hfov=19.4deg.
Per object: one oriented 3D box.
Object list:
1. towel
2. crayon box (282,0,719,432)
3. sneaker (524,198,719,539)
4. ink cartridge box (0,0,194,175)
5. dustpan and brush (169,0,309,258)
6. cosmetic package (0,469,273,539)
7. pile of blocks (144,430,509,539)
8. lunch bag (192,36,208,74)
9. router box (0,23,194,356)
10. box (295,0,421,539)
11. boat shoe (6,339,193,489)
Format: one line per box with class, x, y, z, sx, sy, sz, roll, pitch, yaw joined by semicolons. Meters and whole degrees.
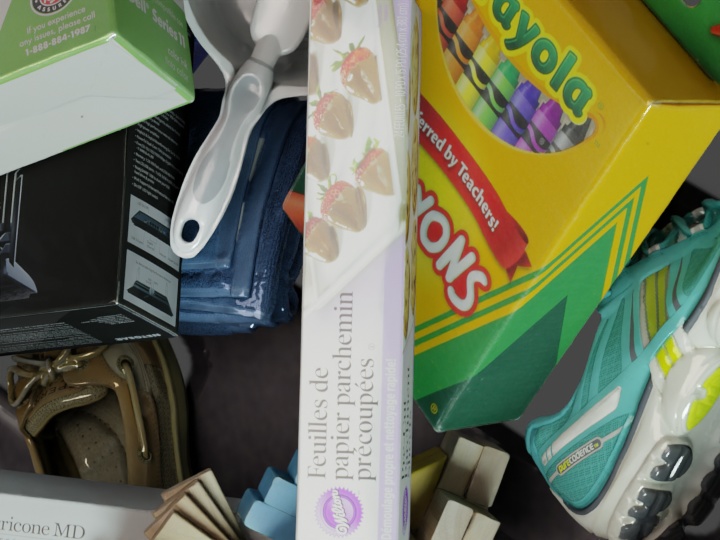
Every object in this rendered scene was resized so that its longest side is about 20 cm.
towel;-0.111;-0.029;0.922;0.198;0.049;0.113;1;65;28
crayon box;0.056;-0.054;0.789;0.127;0.050;0.201;54;130;31
sneaker;0.124;0.009;0.790;0.080;0.077;0.201;40;109;34
ink cartridge box;-0.139;-0.149;0.843;0.116;0.067;0.202;-18;65;20
dustpan and brush;-0.032;-0.100;0.855;0.139;0.057;0.201;23;98;2
cosmetic package;-0.083;0.168;0.859;0.198;0.052;0.152;9;97;-10
pile of blocks;-0.031;0.112;0.806;0.199;0.062;0.083;-30;100;-6
lunch bag;-0.098;-0.189;0.923;0.200;0.094;0.151;47;110;11
router box;-0.169;-0.044;0.891;0.198;0.052;0.159;-6;71;24
box;0.000;0.000;0.768;0.038;0.041;0.202;1;88;9
boat shoe;-0.118;0.082;0.935;0.073;0.063;0.202;-25;73;30
